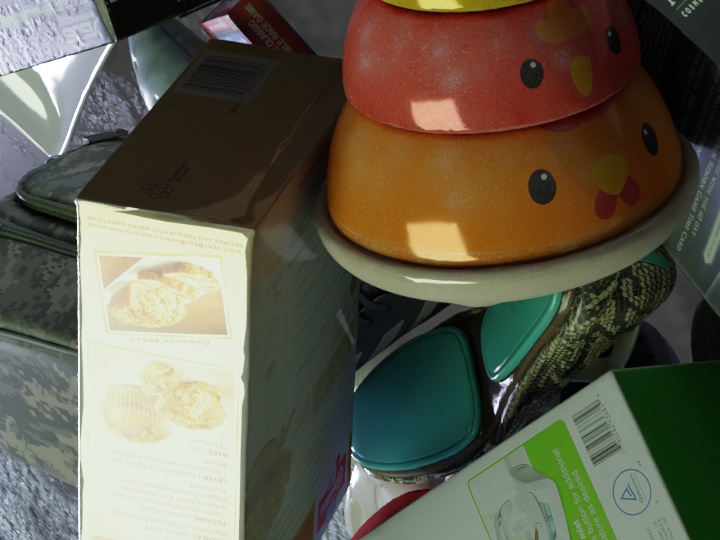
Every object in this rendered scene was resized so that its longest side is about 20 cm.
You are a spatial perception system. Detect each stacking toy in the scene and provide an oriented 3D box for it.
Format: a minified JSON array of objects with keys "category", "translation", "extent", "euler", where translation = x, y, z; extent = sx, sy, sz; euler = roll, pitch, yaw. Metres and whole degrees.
[{"category":"stacking toy","translation":[0.042,-0.101,1.070],"extent":[0.146,0.146,0.201],"euler":[18,128,42]}]

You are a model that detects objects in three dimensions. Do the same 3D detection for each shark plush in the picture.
[{"category":"shark plush","translation":[-0.064,-0.059,1.349],"extent":[0.200,0.090,0.084],"euler":[-124,22,-66]}]

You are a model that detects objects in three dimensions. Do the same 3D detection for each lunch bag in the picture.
[{"category":"lunch bag","translation":[-0.100,0.017,1.473],"extent":[0.199,0.168,0.140],"euler":[14,143,43]}]

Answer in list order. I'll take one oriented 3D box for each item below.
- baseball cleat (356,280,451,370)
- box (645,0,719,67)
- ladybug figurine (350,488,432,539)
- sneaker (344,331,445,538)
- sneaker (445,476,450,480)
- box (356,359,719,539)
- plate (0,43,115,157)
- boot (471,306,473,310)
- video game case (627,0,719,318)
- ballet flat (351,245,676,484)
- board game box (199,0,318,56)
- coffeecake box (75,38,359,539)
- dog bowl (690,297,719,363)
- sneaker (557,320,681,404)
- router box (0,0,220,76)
[{"category":"baseball cleat","translation":[0.000,0.000,1.273],"extent":[0.070,0.199,0.106],"euler":[57,178,10]},{"category":"box","translation":[0.212,-0.098,0.925],"extent":[0.182,0.104,0.200],"euler":[43,154,-1]},{"category":"ladybug figurine","translation":[0.071,0.155,1.476],"extent":[0.199,0.072,0.135],"euler":[20,166,-40]},{"category":"sneaker","translation":[0.037,0.094,1.519],"extent":[0.088,0.076,0.200],"euler":[24,157,17]},{"category":"sneaker","translation":[0.112,0.090,1.410],"extent":[0.200,0.079,0.096],"euler":[37,131,13]},{"category":"box","translation":[0.102,0.165,1.184],"extent":[0.176,0.096,0.201],"euler":[-37,68,34]},{"category":"plate","translation":[-0.199,-0.166,1.495],"extent":[0.200,0.032,0.200],"euler":[43,153,3]},{"category":"boot","translation":[0.112,0.109,1.342],"extent":[0.200,0.071,0.145],"euler":[30,109,16]},{"category":"video game case","translation":[0.149,-0.036,1.108],"extent":[0.200,0.019,0.143],"euler":[53,150,27]},{"category":"ballet flat","translation":[0.068,0.040,1.237],"extent":[0.075,0.068,0.200],"euler":[7,150,-27]},{"category":"board game box","translation":[-0.025,-0.078,1.303],"extent":[0.103,0.019,0.200],"euler":[46,178,-7]},{"category":"coffeecake box","translation":[-0.053,0.033,1.176],"extent":[0.073,0.154,0.201],"euler":[10,119,13]},{"category":"dog bowl","translation":[0.228,0.054,1.183],"extent":[0.200,0.059,0.201],"euler":[34,152,21]},{"category":"sneaker","translation":[0.141,0.119,1.269],"extent":[0.074,0.082,0.201],"euler":[-23,78,46]},{"category":"router box","translation":[-0.098,-0.136,1.251],"extent":[0.200,0.149,0.062],"euler":[-6,109,58]}]
